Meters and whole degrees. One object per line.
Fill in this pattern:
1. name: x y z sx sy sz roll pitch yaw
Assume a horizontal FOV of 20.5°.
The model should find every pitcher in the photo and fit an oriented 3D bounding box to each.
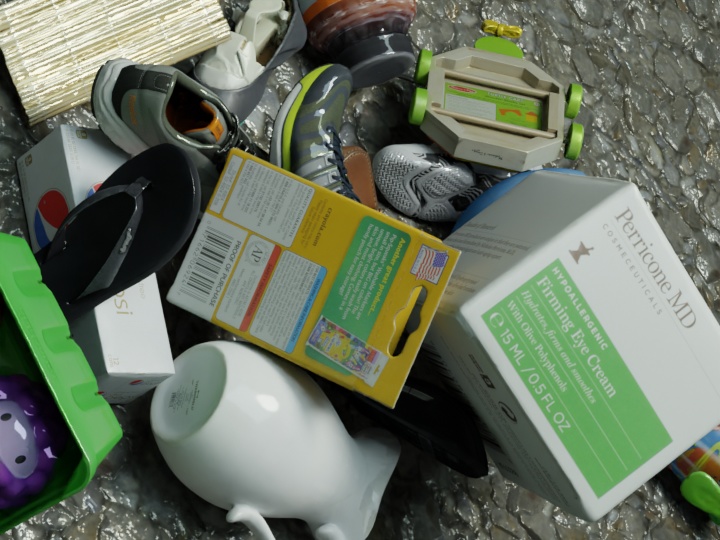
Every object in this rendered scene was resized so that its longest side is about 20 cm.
1. pitcher: -0.066 0.156 1.498 0.200 0.121 0.172 37 48 -39

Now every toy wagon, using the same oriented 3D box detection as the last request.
1. toy wagon: 0.124 -0.161 1.810 0.154 0.040 0.200 13 36 -3

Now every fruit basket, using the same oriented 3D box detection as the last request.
1. fruit basket: -0.280 0.084 1.319 0.216 0.155 0.216 44 29 -33

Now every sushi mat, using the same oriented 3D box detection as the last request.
1. sushi mat: -0.196 -0.195 1.580 0.200 0.012 0.096 -28 101 -29

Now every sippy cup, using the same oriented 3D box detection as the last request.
1. sippy cup: 0.336 0.152 1.881 0.130 0.178 0.140 38 89 -8

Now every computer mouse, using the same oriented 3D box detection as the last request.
1. computer mouse: 0.018 0.086 1.543 0.199 0.141 0.046 28 76 20

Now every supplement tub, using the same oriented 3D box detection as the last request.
1. supplement tub: -0.013 -0.268 1.791 0.107 0.107 0.201 -3 69 -44

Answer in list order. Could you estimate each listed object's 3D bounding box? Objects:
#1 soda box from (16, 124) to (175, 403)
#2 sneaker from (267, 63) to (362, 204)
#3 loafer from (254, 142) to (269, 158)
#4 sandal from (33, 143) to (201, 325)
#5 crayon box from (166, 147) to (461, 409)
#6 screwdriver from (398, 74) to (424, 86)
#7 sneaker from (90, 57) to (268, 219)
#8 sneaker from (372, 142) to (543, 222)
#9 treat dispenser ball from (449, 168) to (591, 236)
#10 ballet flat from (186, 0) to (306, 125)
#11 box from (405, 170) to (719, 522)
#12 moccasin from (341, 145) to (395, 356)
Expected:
1. soda box: -0.199 -0.004 1.490 0.063 0.068 0.201 3 65 -42
2. sneaker: -0.029 -0.062 1.548 0.074 0.081 0.201 30 71 -66
3. loafer: -0.057 -0.050 1.652 0.199 0.068 0.076 24 53 -33
4. sandal: -0.193 -0.012 1.421 0.076 0.200 0.043 46 -3 19
5. crayon box: -0.029 0.007 1.466 0.126 0.199 0.052 -66 159 2
6. screwdriver: 0.093 -0.164 1.899 0.199 0.029 0.028 11 61 -36
7. sneaker: -0.118 -0.092 1.516 0.200 0.079 0.074 38 62 -45
8. sneaker: 0.089 -0.105 1.826 0.199 0.075 0.115 13 49 -31
9. treat dispenser ball: 0.168 0.011 1.736 0.200 0.201 0.202 22 53 -34
10. ballet flat: -0.102 -0.182 1.680 0.073 0.073 0.200 48 41 -12
11. box: 0.157 0.052 1.530 0.171 0.200 0.199 -36 104 -11
12. moccasin: -0.001 0.000 1.616 0.073 0.077 0.202 -8 101 -47
